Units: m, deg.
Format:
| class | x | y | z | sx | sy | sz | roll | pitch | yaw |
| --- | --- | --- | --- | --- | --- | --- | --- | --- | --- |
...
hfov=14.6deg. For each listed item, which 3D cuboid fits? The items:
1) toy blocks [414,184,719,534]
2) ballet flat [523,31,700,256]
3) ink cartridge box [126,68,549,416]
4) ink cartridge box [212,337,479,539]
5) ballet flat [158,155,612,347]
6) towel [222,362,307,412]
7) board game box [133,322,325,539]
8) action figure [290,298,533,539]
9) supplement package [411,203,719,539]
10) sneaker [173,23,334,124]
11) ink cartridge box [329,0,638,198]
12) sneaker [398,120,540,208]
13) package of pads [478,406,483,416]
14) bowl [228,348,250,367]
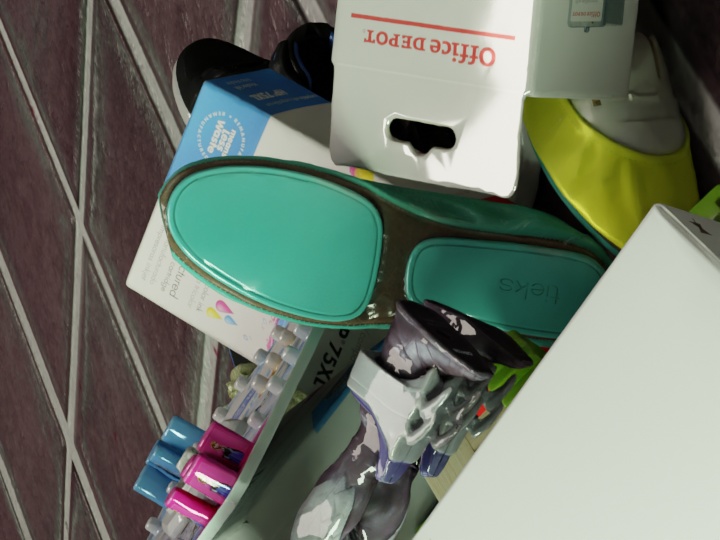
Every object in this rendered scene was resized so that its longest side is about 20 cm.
| class | x | y | z | sx | sy | sz | roll | pitch | yaw |
| --- | --- | --- | --- | --- | --- | --- | --- | --- | --- |
| toy blocks | 0.118 | 0.084 | 1.131 | 0.100 | 0.200 | 0.137 | 33 | -163 | -43 |
| ballet flat | 0.098 | -0.091 | 1.215 | 0.200 | 0.067 | 0.067 | 65 | 145 | 37 |
| ink cartridge box | 0.000 | 0.000 | 1.342 | 0.200 | 0.067 | 0.116 | 30 | 110 | 20 |
| ink cartridge box | -0.030 | 0.117 | 1.292 | 0.068 | 0.115 | 0.200 | 42 | 153 | -5 |
| ballet flat | 0.010 | -0.007 | 1.197 | 0.070 | 0.200 | 0.067 | -117 | 39 | -79 |
| towel | 0.014 | 0.134 | 1.478 | 0.036 | 0.148 | 0.200 | -49 | 54 | 52 |
| board game box | -0.075 | 0.089 | 1.246 | 0.200 | 0.026 | 0.200 | -53 | 7 | 39 |
| action figure | -0.008 | 0.107 | 1.114 | 0.069 | 0.130 | 0.200 | 37 | 105 | 30 |
| supplement package | 0.116 | 0.096 | 1.003 | 0.120 | 0.121 | 0.200 | 47 | 111 | 36 |
| sneaker | -0.042 | -0.106 | 1.600 | 0.200 | 0.073 | 0.112 | 48 | 144 | 42 |
| ink cartridge box | 0.055 | -0.135 | 1.167 | 0.117 | 0.067 | 0.200 | 14 | 100 | 43 |
| sneaker | 0.021 | -0.031 | 1.399 | 0.200 | 0.112 | 0.073 | 98 | 153 | -47 |
| package of pads | 0.078 | 0.147 | 1.399 | 0.121 | 0.076 | 0.200 | 114 | 140 | -60 |
| bowl | -0.049 | 0.015 | 1.761 | 0.201 | 0.039 | 0.201 | 167 | 90 | -72 |
